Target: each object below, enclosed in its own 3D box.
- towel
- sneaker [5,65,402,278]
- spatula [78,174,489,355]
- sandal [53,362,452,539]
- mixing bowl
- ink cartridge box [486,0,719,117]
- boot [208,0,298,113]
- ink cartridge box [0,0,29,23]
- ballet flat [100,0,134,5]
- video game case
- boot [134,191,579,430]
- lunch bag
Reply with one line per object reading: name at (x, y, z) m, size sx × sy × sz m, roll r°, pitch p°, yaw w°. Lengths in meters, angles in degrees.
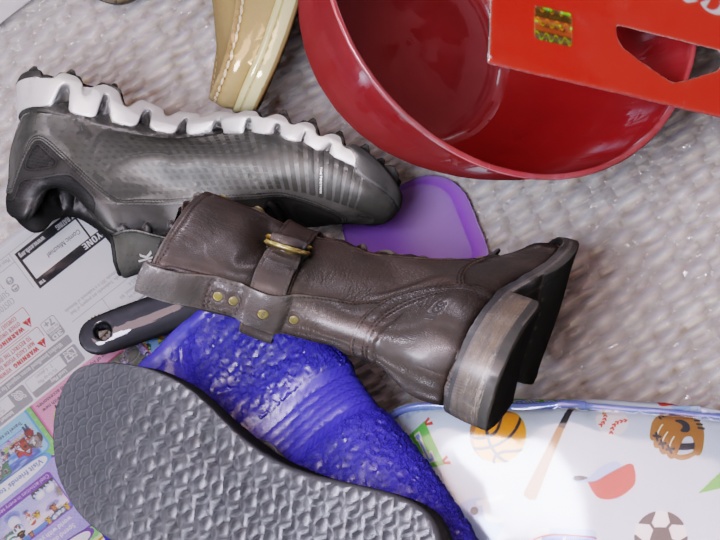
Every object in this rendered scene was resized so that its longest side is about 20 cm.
towel at (-0.043, 0.109, 1.275) m, size 0.148 × 0.050 × 0.200 m, roll -46°, pitch 57°, yaw 13°
sneaker at (-0.081, -0.033, 1.357) m, size 0.199 × 0.067 × 0.091 m, roll 12°, pitch 71°, yaw 11°
spatula at (-0.039, 0.003, 1.365) m, size 0.199 × 0.021 × 0.057 m, roll -16°, pitch 70°, yaw -10°
sandal at (-0.050, 0.103, 1.238) m, size 0.200 × 0.043 × 0.076 m, roll 26°, pitch 91°, yaw 22°
mixing bowl at (0.047, -0.122, 1.328) m, size 0.199 × 0.108 × 0.201 m, roll 9°, pitch 70°, yaw -26°
ink cartridge box at (0.151, -0.163, 1.311) m, size 0.199 × 0.044 × 0.174 m, roll 11°, pitch 69°, yaw -25°
boot at (-0.101, -0.179, 1.382) m, size 0.155 × 0.073 × 0.201 m, roll 11°, pitch 71°, yaw -14°
ink cartridge box at (-0.256, -0.212, 1.414) m, size 0.083 × 0.147 × 0.200 m, roll -36°, pitch 72°, yaw 0°
ballet flat at (-0.145, -0.229, 1.449) m, size 0.067 × 0.046 × 0.201 m, roll -17°, pitch 72°, yaw 7°
video game case at (-0.148, 0.076, 1.378) m, size 0.200 × 0.022 × 0.182 m, roll -38°, pitch 71°, yaw -2°
boot at (0.000, 0.000, 1.274) m, size 0.174 × 0.200 × 0.069 m, roll 20°, pitch 105°, yaw 10°
lunch bag at (0.090, 0.140, 1.285) m, size 0.199 × 0.076 × 0.161 m, roll 0°, pitch 77°, yaw 11°
